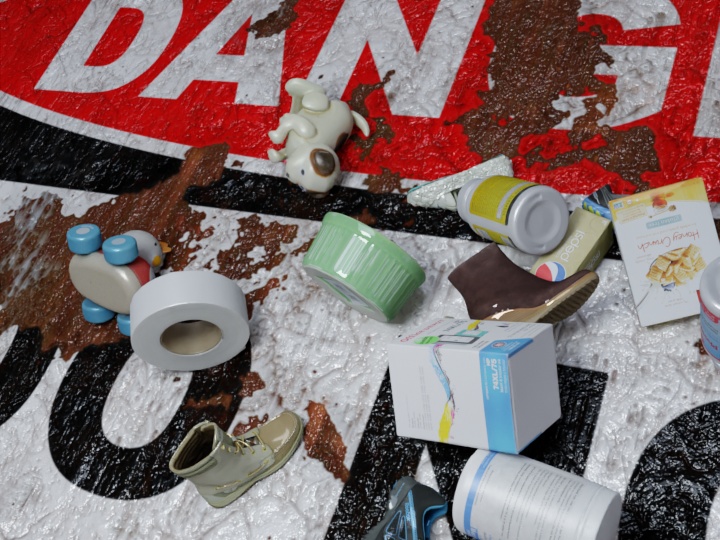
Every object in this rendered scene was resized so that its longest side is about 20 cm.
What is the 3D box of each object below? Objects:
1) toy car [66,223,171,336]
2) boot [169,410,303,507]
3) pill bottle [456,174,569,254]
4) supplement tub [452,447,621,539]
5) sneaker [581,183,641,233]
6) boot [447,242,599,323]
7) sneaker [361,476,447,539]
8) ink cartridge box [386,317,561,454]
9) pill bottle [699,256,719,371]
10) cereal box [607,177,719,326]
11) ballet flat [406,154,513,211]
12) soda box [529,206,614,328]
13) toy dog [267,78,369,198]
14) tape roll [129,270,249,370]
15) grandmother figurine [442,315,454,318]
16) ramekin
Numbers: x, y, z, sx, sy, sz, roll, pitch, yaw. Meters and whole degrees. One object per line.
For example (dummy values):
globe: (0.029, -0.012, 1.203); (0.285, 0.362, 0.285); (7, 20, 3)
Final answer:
toy car: (-0.423, -0.014, 1.787); (0.176, 0.185, 0.200); (15, 35, 28)
boot: (-0.190, 0.271, 1.480); (0.200, 0.155, 0.072); (-39, 53, -8)
pill bottle: (0.243, -0.099, 1.568); (0.111, 0.111, 0.200); (-42, 27, -11)
supplement tub: (0.239, 0.329, 1.295); (0.199, 0.132, 0.132); (17, 64, 30)
sneaker: (0.453, -0.084, 1.535); (0.083, 0.071, 0.199); (-46, 52, -10)
boot: (0.246, 0.015, 1.460); (0.200, 0.072, 0.167); (-35, 58, 10)
sneaker: (0.053, 0.393, 1.358); (0.082, 0.073, 0.200); (18, 66, 28)
ink cartridge box: (0.163, 0.160, 1.373); (0.199, 0.147, 0.147); (1, 15, 36)
pill bottle: (0.529, 0.070, 1.318); (0.108, 0.200, 0.109); (-10, 54, 14)
cereal box: (0.472, -0.027, 1.446); (0.143, 0.040, 0.201); (-15, 86, 11)
ballet flat: (0.181, -0.145, 1.686); (0.199, 0.072, 0.072); (-21, 52, 6)
soda box: (0.329, -0.003, 1.531); (0.068, 0.064, 0.200); (27, 71, 33)
toy dog: (-0.087, -0.234, 1.821); (0.193, 0.140, 0.201); (15, 54, -13)
tape roll: (-0.290, 0.088, 1.617); (0.202, 0.203, 0.071); (-19, 52, 7)
grandmother figurine: (0.199, 0.146, 1.486); (0.200, 0.060, 0.122); (37, 103, 33)
ramekin: (0.000, 0.000, 1.575); (0.200, 0.200, 0.098); (26, 77, 33)
